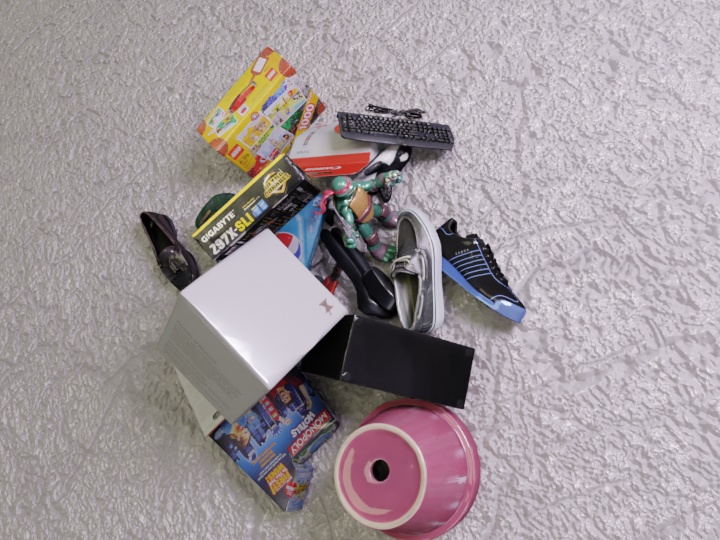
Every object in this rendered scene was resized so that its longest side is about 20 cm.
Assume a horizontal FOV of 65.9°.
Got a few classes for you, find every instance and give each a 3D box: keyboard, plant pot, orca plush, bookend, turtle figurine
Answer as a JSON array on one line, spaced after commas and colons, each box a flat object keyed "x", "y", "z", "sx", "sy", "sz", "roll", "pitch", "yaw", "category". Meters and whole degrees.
[{"x": 0.058, "y": -0.250, "z": 0.945, "sx": 0.199, "sy": 0.021, "sz": 0.127, "roll": 4, "pitch": 42, "yaw": -14, "category": "keyboard"}, {"x": 0.055, "y": 0.279, "z": 0.777, "sx": 0.199, "sy": 0.179, "sz": 0.201, "roll": -6, "pitch": 74, "yaw": 22, "category": "plant pot"}, {"x": 0.023, "y": -0.142, "z": 0.967, "sx": 0.200, "sy": 0.105, "sz": 0.071, "roll": -45, "pitch": 98, "yaw": -6, "category": "orca plush"}, {"x": 0.033, "y": 0.138, "z": 0.860, "sx": 0.200, "sy": 0.198, "sz": 0.092, "roll": -13, "pitch": 62, "yaw": 66, "category": "bookend"}, {"x": 0.008, "y": -0.099, "z": 0.882, "sx": 0.101, "sy": 0.200, "sz": 0.150, "roll": 29, "pitch": 82, "yaw": 34, "category": "turtle figurine"}]

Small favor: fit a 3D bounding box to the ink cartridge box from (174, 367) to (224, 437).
[{"x": -0.260, "y": 0.185, "z": 0.989, "sx": 0.109, "sy": 0.050, "sz": 0.200, "roll": -44, "pitch": 54, "yaw": 7, "category": "ink cartridge box"}]

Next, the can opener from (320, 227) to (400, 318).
[{"x": 0.000, "y": 0.000, "z": 0.942, "sx": 0.079, "sy": 0.063, "sz": 0.200, "roll": -52, "pitch": 60, "yaw": 25, "category": "can opener"}]

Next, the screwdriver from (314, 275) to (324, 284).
[{"x": -0.109, "y": 0.097, "z": 0.944, "sx": 0.029, "sy": 0.028, "sz": 0.201, "roll": 4, "pitch": 62, "yaw": 44, "category": "screwdriver"}]

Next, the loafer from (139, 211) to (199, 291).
[{"x": -0.391, "y": -0.039, "z": 1.115, "sx": 0.072, "sy": 0.063, "sz": 0.200, "roll": -39, "pitch": 65, "yaw": 9, "category": "loafer"}]

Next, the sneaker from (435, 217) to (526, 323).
[{"x": 0.185, "y": -0.004, "z": 0.861, "sx": 0.200, "sy": 0.070, "sz": 0.078, "roll": 42, "pitch": 101, "yaw": 28, "category": "sneaker"}]

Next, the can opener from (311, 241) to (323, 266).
[{"x": -0.119, "y": -0.096, "z": 1.017, "sx": 0.053, "sy": 0.066, "sz": 0.201, "roll": -30, "pitch": 67, "yaw": 27, "category": "can opener"}]

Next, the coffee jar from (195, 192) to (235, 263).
[{"x": -0.227, "y": -0.040, "z": 1.030, "sx": 0.104, "sy": 0.085, "sz": 0.200, "roll": -45, "pitch": 63, "yaw": 26, "category": "coffee jar"}]

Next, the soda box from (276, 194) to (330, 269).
[{"x": -0.110, "y": -0.034, "z": 0.932, "sx": 0.064, "sy": 0.068, "sz": 0.201, "roll": 17, "pitch": 96, "yaw": 1, "category": "soda box"}]

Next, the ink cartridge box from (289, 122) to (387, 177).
[{"x": -0.050, "y": -0.213, "z": 0.959, "sx": 0.162, "sy": 0.200, "sz": 0.050, "roll": 0, "pitch": 116, "yaw": 23, "category": "ink cartridge box"}]

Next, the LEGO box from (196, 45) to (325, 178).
[{"x": -0.183, "y": -0.288, "z": 1.048, "sx": 0.200, "sy": 0.149, "sz": 0.077, "roll": -48, "pitch": 64, "yaw": 5, "category": "LEGO box"}]

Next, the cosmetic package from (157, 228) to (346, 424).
[{"x": -0.159, "y": 0.085, "z": 0.794, "sx": 0.166, "sy": 0.200, "sz": 0.167, "roll": 46, "pitch": 51, "yaw": 1, "category": "cosmetic package"}]

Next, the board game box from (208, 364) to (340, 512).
[{"x": -0.127, "y": 0.278, "z": 0.916, "sx": 0.200, "sy": 0.062, "sz": 0.200, "roll": -44, "pitch": 63, "yaw": 5, "category": "board game box"}]

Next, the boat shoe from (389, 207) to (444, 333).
[{"x": 0.082, "y": -0.001, "z": 0.858, "sx": 0.072, "sy": 0.071, "sz": 0.201, "roll": -19, "pitch": 78, "yaw": 47, "category": "boat shoe"}]

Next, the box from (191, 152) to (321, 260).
[{"x": -0.137, "y": -0.085, "z": 0.792, "sx": 0.160, "sy": 0.200, "sz": 0.049, "roll": -40, "pitch": 91, "yaw": 4, "category": "box"}]

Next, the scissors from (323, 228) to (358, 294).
[{"x": -0.042, "y": 0.016, "z": 0.984, "sx": 0.073, "sy": 0.014, "sz": 0.200, "roll": 41, "pitch": 93, "yaw": 29, "category": "scissors"}]
